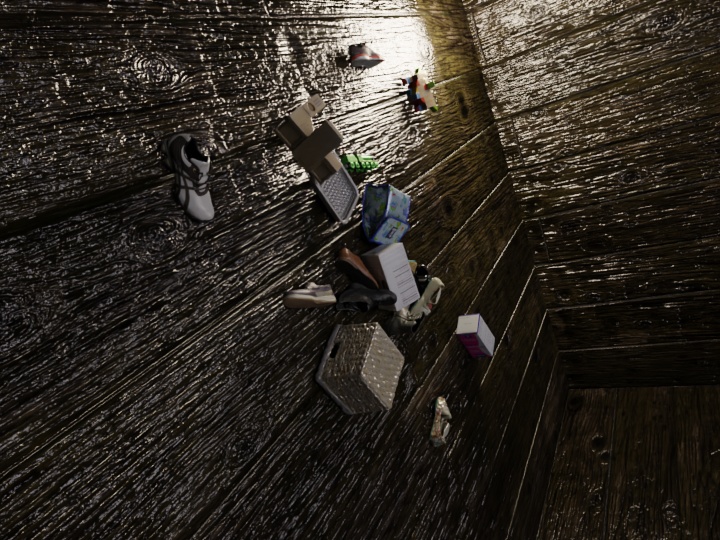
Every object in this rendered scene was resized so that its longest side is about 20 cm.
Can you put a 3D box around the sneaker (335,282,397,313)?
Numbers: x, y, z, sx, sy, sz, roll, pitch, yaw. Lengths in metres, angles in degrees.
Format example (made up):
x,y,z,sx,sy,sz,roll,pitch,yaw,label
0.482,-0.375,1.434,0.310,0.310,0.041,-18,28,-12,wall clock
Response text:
x,y,z,sx,sy,sz,roll,pitch,yaw,label
0.023,0.098,1.587,0.198,0.060,0.105,15,36,-13,sneaker

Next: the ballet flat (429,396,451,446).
x,y,z,sx,sy,sz,roll,pitch,yaw,label
0.314,0.577,1.947,0.076,0.064,0.201,50,43,-35,ballet flat

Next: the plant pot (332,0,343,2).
x,y,z,sx,sy,sz,roll,pitch,yaw,label
-0.087,-1.027,1.714,0.201,0.186,0.188,66,33,-45,plant pot

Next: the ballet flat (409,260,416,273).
x,y,z,sx,sy,sz,roll,pitch,yaw,label
0.150,-0.015,1.866,0.199,0.068,0.064,11,86,-54,ballet flat

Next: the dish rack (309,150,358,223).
x,y,z,sx,sy,sz,roll,pitch,yaw,label
-0.086,-0.260,1.597,0.200,0.043,0.172,54,40,-33,dish rack

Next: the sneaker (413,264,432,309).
x,y,z,sx,sy,sz,roll,pitch,yaw,label
0.235,0.066,1.942,0.098,0.070,0.202,67,21,-73,sneaker

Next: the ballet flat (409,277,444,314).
x,y,z,sx,sy,sz,roll,pitch,yaw,label
0.242,0.119,1.873,0.069,0.069,0.201,29,95,-49,ballet flat

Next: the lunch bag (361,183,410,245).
x,y,z,sx,sy,sz,roll,pitch,yaw,label
0.087,-0.185,1.775,0.170,0.127,0.202,15,85,-56,lunch bag

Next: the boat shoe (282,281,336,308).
x,y,z,sx,sy,sz,roll,pitch,yaw,label
-0.144,0.064,1.403,0.199,0.072,0.065,5,65,-53,boat shoe

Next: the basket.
x,y,z,sx,sy,sz,roll,pitch,yaw,label
0.005,0.285,1.480,0.200,0.160,0.199,55,39,-34,basket

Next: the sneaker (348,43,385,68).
x,y,z,sx,sy,sz,roll,pitch,yaw,label
0.024,-0.805,1.889,0.200,0.077,0.083,-25,96,-56,sneaker

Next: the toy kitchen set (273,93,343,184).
x,y,z,sx,sy,sz,roll,pitch,yaw,label
-0.098,-0.400,1.467,0.200,0.163,0.181,48,42,-15,toy kitchen set

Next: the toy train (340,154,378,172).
x,y,z,sx,sy,sz,roll,pitch,yaw,label
-0.001,-0.373,1.761,0.200,0.042,0.057,-19,86,-56,toy train

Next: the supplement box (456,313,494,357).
x,y,z,sx,sy,sz,roll,pitch,yaw,label
0.522,0.296,2.300,0.200,0.101,0.104,49,44,-37,supplement box

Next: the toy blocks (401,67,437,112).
x,y,z,sx,sy,sz,roll,pitch,yaw,label
0.251,-0.773,2.216,0.136,0.099,0.201,-34,109,-42,toy blocks

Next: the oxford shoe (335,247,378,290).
x,y,z,sx,sy,sz,roll,pitch,yaw,label
0.000,0.000,1.633,0.200,0.071,0.072,48,40,-37,oxford shoe

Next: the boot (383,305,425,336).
x,y,z,sx,sy,sz,roll,pitch,yaw,label
0.173,0.161,1.788,0.068,0.130,0.200,62,37,-25,boot

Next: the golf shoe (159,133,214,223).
x,y,z,sx,sy,sz,roll,pitch,yaw,label
-0.364,-0.201,1.121,0.078,0.094,0.201,-47,122,-52,golf shoe

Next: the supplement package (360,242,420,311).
x,y,z,sx,sy,sz,roll,pitch,yaw,label
0.100,0.021,1.708,0.109,0.113,0.201,-27,104,-29,supplement package
